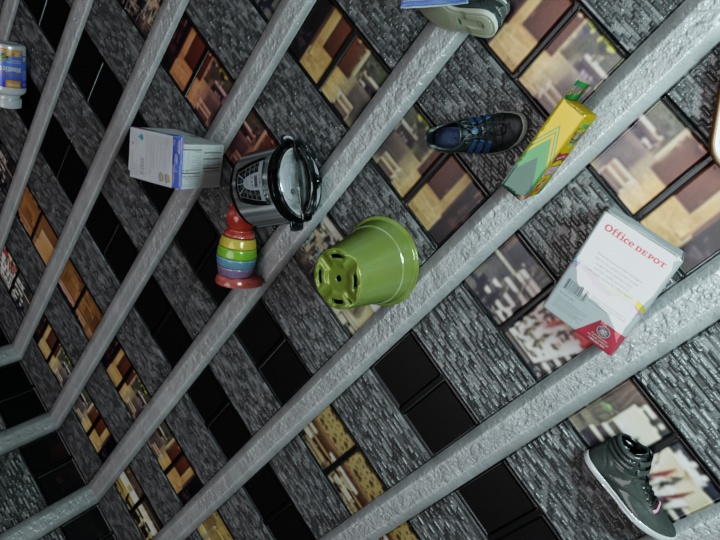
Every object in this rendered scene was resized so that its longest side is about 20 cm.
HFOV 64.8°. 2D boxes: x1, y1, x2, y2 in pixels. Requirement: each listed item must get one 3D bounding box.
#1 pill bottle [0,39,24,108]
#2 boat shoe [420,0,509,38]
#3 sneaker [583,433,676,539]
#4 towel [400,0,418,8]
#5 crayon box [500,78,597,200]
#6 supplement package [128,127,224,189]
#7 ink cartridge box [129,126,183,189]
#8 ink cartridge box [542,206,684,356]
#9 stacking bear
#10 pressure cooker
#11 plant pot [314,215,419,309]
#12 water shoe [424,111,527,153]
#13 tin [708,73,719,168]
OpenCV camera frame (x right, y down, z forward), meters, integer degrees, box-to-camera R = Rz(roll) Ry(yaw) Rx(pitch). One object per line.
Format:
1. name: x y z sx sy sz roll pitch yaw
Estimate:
1. pill bottle: -1.185 -0.657 1.907 0.109 0.111 0.207 23 113 27
2. boat shoe: 0.185 -0.494 1.059 0.197 0.072 0.069 32 80 32
3. sneaker: 0.509 0.386 1.025 0.201 0.070 0.100 48 127 20
4. towel: 0.152 -0.583 1.035 0.141 0.024 0.208 10 86 32
5. crayon box: 0.334 -0.220 0.972 0.051 0.126 0.203 41 121 17
6. supplement package: -0.482 -0.296 1.488 0.195 0.154 0.115 22 110 27
7. ink cartridge box: -0.487 -0.273 1.378 0.195 0.041 0.124 17 108 33
8. ink cartridge box: 0.435 0.016 0.983 0.144 0.082 0.204 38 119 21
9. stacking bear: -0.312 -0.067 1.460 0.118 0.112 0.208 16 105 29
10. pressure cooker: -0.180 -0.198 1.299 0.194 0.183 0.178 -3 138 33
11. plant pot: 0.000 0.000 1.210 0.194 0.188 0.208 9 107 31
12. water shoe: 0.215 -0.253 1.073 0.194 0.078 0.075 -4 100 34
13. tin: 0.590 -0.243 0.849 0.109 0.041 0.208 11 107 36
